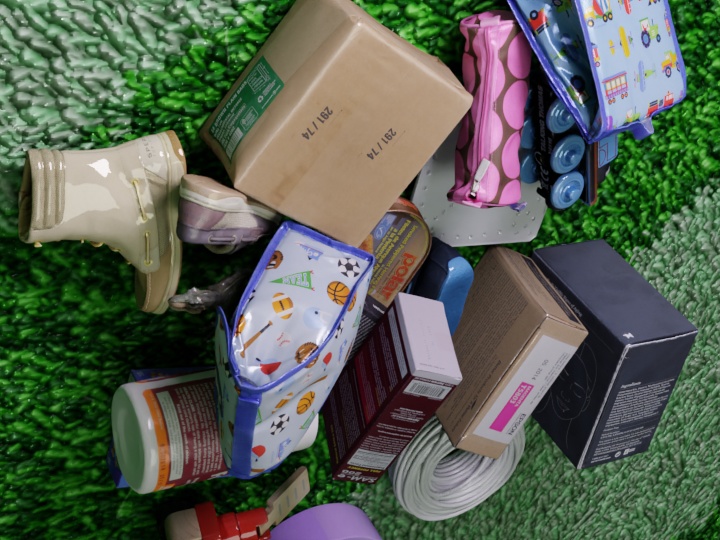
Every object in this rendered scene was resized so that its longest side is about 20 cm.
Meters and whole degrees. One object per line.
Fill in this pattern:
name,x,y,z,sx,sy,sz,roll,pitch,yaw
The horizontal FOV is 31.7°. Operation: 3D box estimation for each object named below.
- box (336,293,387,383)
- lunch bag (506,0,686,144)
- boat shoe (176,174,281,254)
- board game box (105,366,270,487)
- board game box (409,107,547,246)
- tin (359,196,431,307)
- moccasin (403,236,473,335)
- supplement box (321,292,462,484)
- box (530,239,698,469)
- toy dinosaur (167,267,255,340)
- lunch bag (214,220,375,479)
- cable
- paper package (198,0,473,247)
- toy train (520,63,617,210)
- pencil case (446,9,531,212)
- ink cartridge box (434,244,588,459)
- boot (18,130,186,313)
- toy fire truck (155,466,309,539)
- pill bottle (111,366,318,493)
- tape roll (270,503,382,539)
box,-0.013,0.093,1.437,0.142,0.036,0.200,-33,133,22
lunch bag,0.250,-0.227,1.259,0.150,0.202,0.094,-25,-178,-40
boat shoe,-0.133,-0.049,1.228,0.065,0.071,0.200,-65,169,3
board game box,-0.179,0.176,1.453,0.198,0.045,0.135,0,124,-34
board game box,0.145,-0.118,1.436,0.198,0.026,0.202,-5,127,-31
tin,0.000,0.000,1.409,0.111,0.042,0.201,17,123,-28
moccasin,0.081,0.037,1.489,0.080,0.068,0.201,-17,147,-35
supplement box,0.029,0.132,1.382,0.060,0.110,0.201,13,133,-26
box,0.288,0.101,1.584,0.123,0.200,0.198,-10,130,-28
toy dinosaur,-0.129,0.023,1.327,0.200,0.047,0.088,-34,163,-48
lunch bag,-0.081,0.083,1.239,0.171,0.123,0.201,101,11,-52
cable,0.126,0.242,1.692,0.200,0.069,0.199,-47,137,10
paper package,-0.024,-0.151,1.243,0.190,0.104,0.200,26,109,-42
toy train,0.233,-0.157,1.385,0.114,0.087,0.201,-30,136,-18
pencil case,0.133,-0.164,1.299,0.093,0.090,0.202,-17,112,-60
ink cartridge box,0.161,0.096,1.518,0.075,0.165,0.201,21,113,-31
boot,-0.249,-0.036,1.213,0.154,0.073,0.201,-9,132,-25
toy fire truck,-0.145,0.342,1.576,0.198,0.129,0.177,-12,132,-11
pill bottle,-0.153,0.160,1.343,0.198,0.114,0.115,-9,129,-28
tape roll,-0.059,0.410,1.712,0.198,0.066,0.202,-17,132,-20
